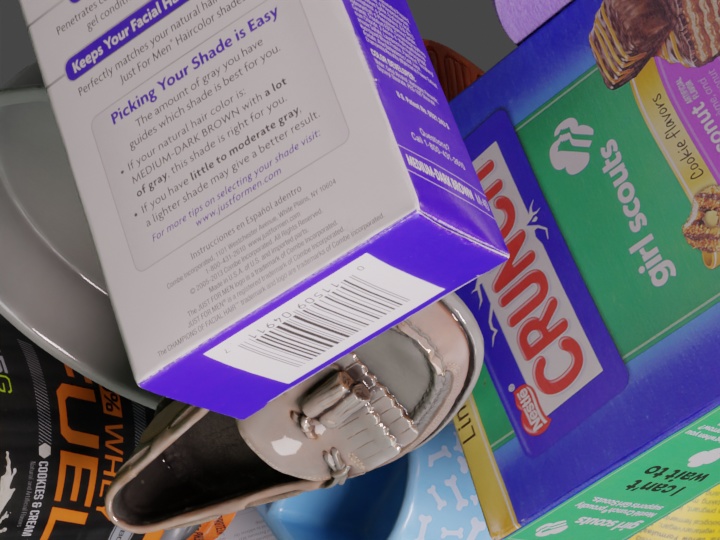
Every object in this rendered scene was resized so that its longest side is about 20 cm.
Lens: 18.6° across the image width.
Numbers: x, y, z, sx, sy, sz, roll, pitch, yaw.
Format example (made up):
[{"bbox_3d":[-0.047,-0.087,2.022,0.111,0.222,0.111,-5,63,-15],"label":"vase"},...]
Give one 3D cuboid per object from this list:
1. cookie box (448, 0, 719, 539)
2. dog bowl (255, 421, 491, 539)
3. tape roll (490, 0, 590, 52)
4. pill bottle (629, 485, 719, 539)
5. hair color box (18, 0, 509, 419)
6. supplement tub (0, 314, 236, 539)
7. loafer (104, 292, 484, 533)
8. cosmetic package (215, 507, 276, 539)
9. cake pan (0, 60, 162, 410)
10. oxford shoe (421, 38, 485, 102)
[{"bbox_3d":[0.114,-0.017,0.796,0.075,0.172,0.200,15,137,-45],"label":"cookie box"},{"bbox_3d":[-0.005,0.082,1.005,0.049,0.200,0.112,20,106,-33],"label":"dog bowl"},{"bbox_3d":[0.133,-0.155,0.809,0.199,0.066,0.200,-15,154,-8],"label":"tape roll"},{"bbox_3d":[0.128,0.063,0.953,0.112,0.112,0.201,1,116,-36],"label":"pill bottle"},{"bbox_3d":[-0.041,-0.068,0.701,0.109,0.201,0.065,-31,154,21],"label":"hair color box"},{"bbox_3d":[-0.155,0.079,0.990,0.199,0.123,0.123,4,146,-40],"label":"supplement tub"},{"bbox_3d":[-0.029,0.060,0.823,0.063,0.072,0.200,-44,-171,-37],"label":"loafer"},{"bbox_3d":[-0.109,0.136,1.100,0.199,0.151,0.052,-16,154,-6],"label":"cosmetic package"},{"bbox_3d":[-0.073,-0.011,0.857,0.199,0.037,0.201,18,145,13],"label":"cake pan"},{"bbox_3d":[-0.008,-0.057,0.915,0.199,0.072,0.073,12,159,-39],"label":"oxford shoe"}]
